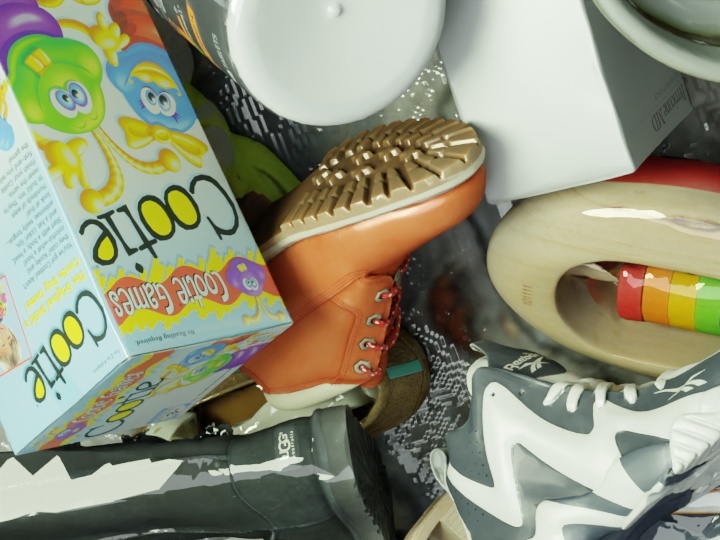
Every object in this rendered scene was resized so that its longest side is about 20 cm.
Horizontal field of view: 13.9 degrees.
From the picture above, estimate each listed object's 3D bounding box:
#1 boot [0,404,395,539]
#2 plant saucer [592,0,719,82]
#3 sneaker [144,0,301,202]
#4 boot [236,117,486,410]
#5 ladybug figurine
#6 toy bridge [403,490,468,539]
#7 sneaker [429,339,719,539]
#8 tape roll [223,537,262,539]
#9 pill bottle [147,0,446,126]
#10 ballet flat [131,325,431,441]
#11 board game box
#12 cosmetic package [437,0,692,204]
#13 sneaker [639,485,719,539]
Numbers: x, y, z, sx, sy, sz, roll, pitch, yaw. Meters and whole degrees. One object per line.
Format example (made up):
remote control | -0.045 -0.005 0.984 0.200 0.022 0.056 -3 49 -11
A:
boot | -0.089 0.122 1.448 0.199 0.165 0.066 -10 60 7
plant saucer | 0.170 -0.186 1.350 0.199 0.050 0.201 -2 95 -20
sneaker | -0.115 -0.058 1.478 0.105 0.076 0.200 -37 96 22
boot | 0.000 0.000 1.400 0.200 0.075 0.107 -26 109 40
ladybug figurine | 0.162 -0.003 1.413 0.199 0.072 0.136 13 146 11
toy bridge | 0.059 0.139 1.451 0.067 0.200 0.027 43 150 -3
sneaker | 0.111 0.062 1.398 0.199 0.079 0.130 -48 67 26
tape roll | -0.017 0.221 1.471 0.202 0.203 0.071 19 128 8
pill bottle | -0.044 -0.144 1.365 0.106 0.200 0.107 -8 113 -19
ballet flat | -0.058 0.085 1.509 0.199 0.072 0.068 -22 87 20
board game box | -0.134 -0.033 1.366 0.105 0.103 0.200 -39 70 42
cosmetic package | 0.080 -0.144 1.378 0.081 0.113 0.201 -14 105 26
sneaker | 0.210 0.094 1.437 0.199 0.078 0.080 -17 90 6
